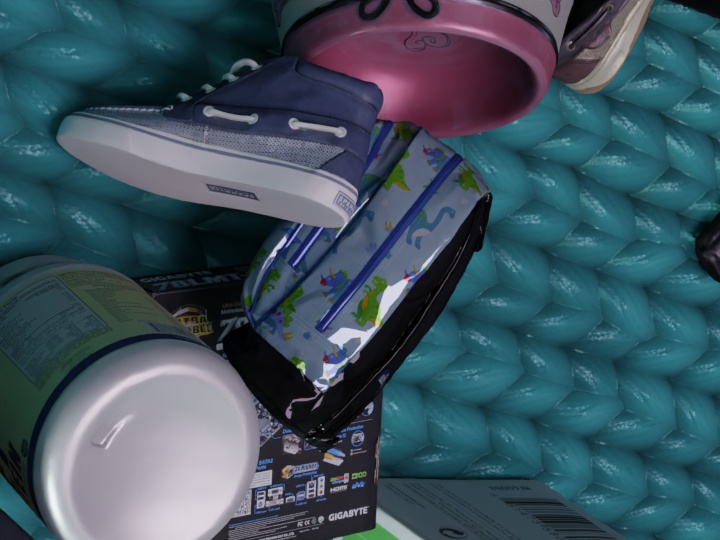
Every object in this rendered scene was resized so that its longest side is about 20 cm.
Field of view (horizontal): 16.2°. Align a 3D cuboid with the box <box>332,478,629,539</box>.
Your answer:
[{"bbox_3d":[0.097,0.266,1.847,0.199,0.199,0.172,3,108,-37],"label":"box"}]

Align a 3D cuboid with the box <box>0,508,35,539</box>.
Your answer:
[{"bbox_3d":[-0.313,0.123,1.464,0.118,0.196,0.200,-49,131,-11],"label":"box"}]

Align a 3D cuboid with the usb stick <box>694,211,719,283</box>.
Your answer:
[{"bbox_3d":[0.338,-0.072,1.998,0.200,0.033,0.056,-47,130,-12],"label":"usb stick"}]

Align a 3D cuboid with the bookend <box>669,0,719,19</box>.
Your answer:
[{"bbox_3d":[0.341,-0.267,1.874,0.199,0.092,0.200,12,101,-41],"label":"bookend"}]

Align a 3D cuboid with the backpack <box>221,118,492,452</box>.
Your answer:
[{"bbox_3d":[0.000,0.000,1.627,0.200,0.154,0.163,-39,170,1],"label":"backpack"}]

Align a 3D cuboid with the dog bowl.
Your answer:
[{"bbox_3d":[0.038,-0.150,1.614,0.200,0.200,0.074,22,61,-42],"label":"dog bowl"}]

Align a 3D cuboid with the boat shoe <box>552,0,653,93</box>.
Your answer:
[{"bbox_3d":[0.180,-0.223,1.783,0.065,0.072,0.201,14,106,-46],"label":"boat shoe"}]

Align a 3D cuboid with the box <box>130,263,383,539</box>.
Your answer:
[{"bbox_3d":[-0.073,0.095,1.727,0.199,0.050,0.200,-9,106,-37],"label":"box"}]

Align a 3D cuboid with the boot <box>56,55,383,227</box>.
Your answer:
[{"bbox_3d":[-0.086,-0.092,1.579,0.073,0.199,0.091,66,40,-68],"label":"boot"}]

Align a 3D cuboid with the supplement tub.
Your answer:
[{"bbox_3d":[-0.164,0.081,1.552,0.144,0.200,0.146,-11,115,-26],"label":"supplement tub"}]
